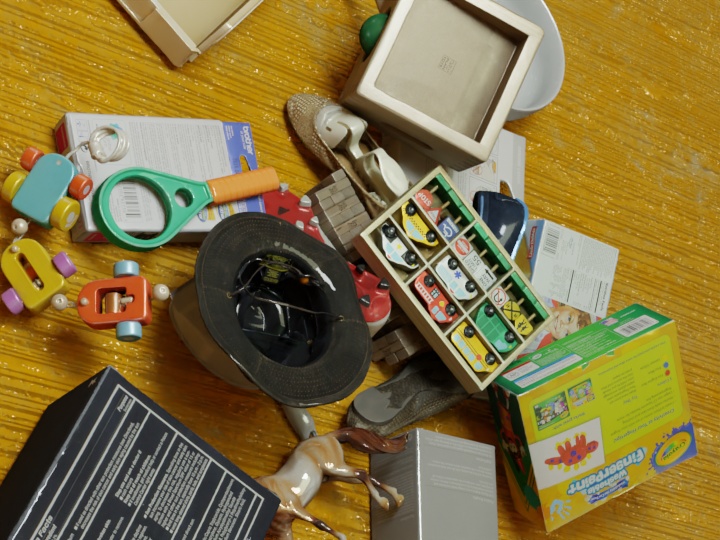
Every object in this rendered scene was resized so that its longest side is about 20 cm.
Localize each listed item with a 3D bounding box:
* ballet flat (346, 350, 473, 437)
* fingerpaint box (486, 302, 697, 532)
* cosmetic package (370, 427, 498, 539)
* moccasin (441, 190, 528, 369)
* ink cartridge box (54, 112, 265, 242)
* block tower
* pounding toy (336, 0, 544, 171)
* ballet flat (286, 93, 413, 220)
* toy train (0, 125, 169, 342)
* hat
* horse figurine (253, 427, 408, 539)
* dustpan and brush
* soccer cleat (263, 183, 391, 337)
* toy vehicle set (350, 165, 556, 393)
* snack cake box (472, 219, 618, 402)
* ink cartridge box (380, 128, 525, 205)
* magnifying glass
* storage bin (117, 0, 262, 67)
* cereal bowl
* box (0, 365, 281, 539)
[{"bbox_3d":[0.054,0.132,1.666,0.067,0.047,0.200,39,36,23],"label":"ballet flat"},{"bbox_3d":[0.243,0.152,1.699,0.199,0.073,0.168,-24,114,-20],"label":"fingerpaint box"},{"bbox_3d":[0.073,0.266,1.589,0.106,0.090,0.201,18,62,-32],"label":"cosmetic package"},{"bbox_3d":[0.115,0.010,1.711,0.068,0.080,0.201,23,67,-8],"label":"moccasin"},{"bbox_3d":[-0.189,-0.088,1.560,0.199,0.042,0.120,-2,72,-33],"label":"ink cartridge box"},{"bbox_3d":[0.000,0.000,1.671,0.058,0.054,0.201,-29,89,-44],"label":"block tower"},{"bbox_3d":[0.066,-0.234,1.732,0.199,0.142,0.185,27,81,-10],"label":"pounding toy"},{"bbox_3d":[0.001,-0.121,1.691,0.070,0.065,0.200,-36,80,-34],"label":"ballet flat"},{"bbox_3d":[-0.246,-0.022,1.446,0.149,0.056,0.201,-11,70,4],"label":"toy train"},{"bbox_3d":[-0.086,0.049,1.500,0.200,0.081,0.201,21,48,-26],"label":"hat"},{"bbox_3d":[-0.041,0.207,1.530,0.132,0.050,0.200,36,53,17],"label":"horse figurine"},{"bbox_3d":[-0.092,0.083,1.568,0.139,0.057,0.200,-36,88,-39],"label":"dustpan and brush"},{"bbox_3d":[-0.051,-0.006,1.627,0.200,0.085,0.069,42,50,16],"label":"soccer cleat"},{"bbox_3d":[0.095,0.009,1.638,0.124,0.026,0.200,-42,98,-28],"label":"toy vehicle set"},{"bbox_3d":[0.200,0.056,1.758,0.115,0.067,0.201,20,79,-33],"label":"snack cake box"},{"bbox_3d":[0.101,-0.086,1.799,0.176,0.045,0.201,22,58,-30],"label":"ink cartridge box"},{"bbox_3d":[-0.162,-0.069,1.534,0.199,0.022,0.080,-15,80,-39],"label":"magnifying glass"},{"bbox_3d":[-0.178,-0.344,1.658,0.200,0.094,0.199,48,48,-11],"label":"storage bin"},{"bbox_3d":[0.139,-0.261,1.884,0.199,0.083,0.201,17,61,-33],"label":"cereal bowl"},{"bbox_3d":[-0.204,0.225,1.354,0.198,0.123,0.200,42,48,-18],"label":"box"}]
